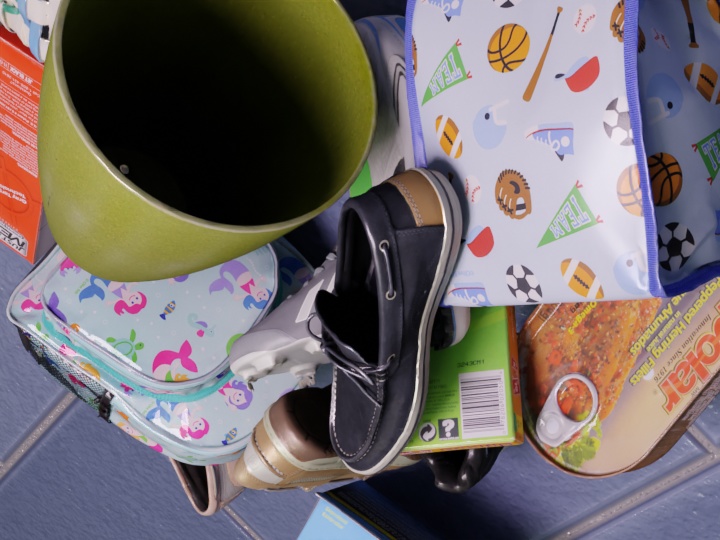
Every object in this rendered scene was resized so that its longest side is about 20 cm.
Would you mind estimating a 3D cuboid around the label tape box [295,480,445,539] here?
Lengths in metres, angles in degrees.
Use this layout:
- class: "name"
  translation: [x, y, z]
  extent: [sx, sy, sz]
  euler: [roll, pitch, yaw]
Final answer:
- class: "label tape box"
  translation: [0.024, 0.221, 1.282]
  extent: [0.144, 0.063, 0.200]
  euler: [35, -178, 10]

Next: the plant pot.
- class: "plant pot"
  translation: [-0.116, -0.072, 1.041]
  extent: [0.187, 0.187, 0.200]
  euler: [45, 147, -3]

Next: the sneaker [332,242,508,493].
- class: "sneaker"
  translation: [0.038, 0.066, 1.184]
  extent: [0.066, 0.091, 0.200]
  euler: [-18, 115, 32]

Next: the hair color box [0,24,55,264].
- class: "hair color box"
  translation: [-0.212, -0.107, 1.240]
  extent: [0.061, 0.102, 0.200]
  euler: [33, 141, 11]

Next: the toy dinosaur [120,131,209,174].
- class: "toy dinosaur"
  translation: [-0.077, -0.105, 1.139]
  extent: [0.199, 0.047, 0.089]
  euler: [-4, 86, 19]

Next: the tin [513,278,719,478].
- class: "tin"
  translation: [0.165, 0.032, 1.014]
  extent: [0.200, 0.042, 0.112]
  euler: [-54, 54, 25]

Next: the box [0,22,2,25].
- class: "box"
  translation: [-0.303, -0.164, 1.175]
  extent: [0.078, 0.200, 0.095]
  euler: [39, 113, 4]

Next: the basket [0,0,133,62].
- class: "basket"
  translation: [-0.188, -0.241, 1.078]
  extent: [0.177, 0.139, 0.200]
  euler: [101, 149, -47]

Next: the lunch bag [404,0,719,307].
- class: "lunch bag"
  translation: [0.117, -0.089, 0.946]
  extent: [0.170, 0.124, 0.201]
  euler: [-6, 97, 46]

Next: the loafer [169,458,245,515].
- class: "loafer"
  translation: [-0.146, 0.106, 1.412]
  extent: [0.072, 0.063, 0.200]
  euler: [-5, 122, 45]

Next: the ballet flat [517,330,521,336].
- class: "ballet flat"
  translation: [0.146, 0.044, 1.095]
  extent: [0.073, 0.073, 0.200]
  euler: [51, 144, -10]

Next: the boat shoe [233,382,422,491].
- class: "boat shoe"
  translation: [-0.021, 0.117, 1.215]
  extent: [0.076, 0.200, 0.072]
  euler: [-43, 65, 22]

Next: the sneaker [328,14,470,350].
- class: "sneaker"
  translation: [0.037, -0.054, 1.036]
  extent: [0.072, 0.072, 0.201]
  euler: [-27, 74, 62]

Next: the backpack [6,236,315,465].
- class: "backpack"
  translation: [-0.120, 0.031, 1.221]
  extent: [0.200, 0.178, 0.151]
  euler: [40, 164, 0]

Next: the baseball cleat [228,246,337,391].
- class: "baseball cleat"
  translation: [0.000, 0.000, 1.133]
  extent: [0.199, 0.070, 0.107]
  euler: [-21, 72, 12]

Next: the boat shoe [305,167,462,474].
- class: "boat shoe"
  translation: [0.004, 0.032, 0.981]
  extent: [0.075, 0.062, 0.201]
  euler: [51, 141, 40]

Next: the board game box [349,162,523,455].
- class: "board game box"
  translation: [0.043, 0.008, 1.065]
  extent: [0.095, 0.201, 0.030]
  euler: [-7, 168, 18]
